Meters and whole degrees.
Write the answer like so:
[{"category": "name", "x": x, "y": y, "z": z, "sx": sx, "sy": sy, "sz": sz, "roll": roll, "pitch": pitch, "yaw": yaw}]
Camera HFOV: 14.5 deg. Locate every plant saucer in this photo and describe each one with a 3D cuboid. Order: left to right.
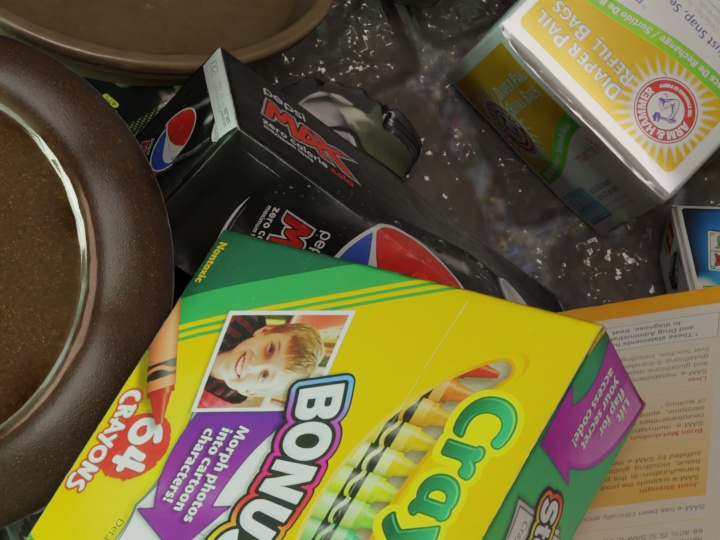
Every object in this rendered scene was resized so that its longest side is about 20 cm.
[{"category": "plant saucer", "x": -0.170, "y": 0.002, "z": 1.063, "sx": 0.199, "sy": 0.032, "sz": 0.201, "roll": -1, "pitch": 80, "yaw": 7}, {"category": "plant saucer", "x": -0.105, "y": -0.143, "z": 1.185, "sx": 0.199, "sy": 0.030, "sz": 0.201, "roll": 13, "pitch": 41, "yaw": -11}]

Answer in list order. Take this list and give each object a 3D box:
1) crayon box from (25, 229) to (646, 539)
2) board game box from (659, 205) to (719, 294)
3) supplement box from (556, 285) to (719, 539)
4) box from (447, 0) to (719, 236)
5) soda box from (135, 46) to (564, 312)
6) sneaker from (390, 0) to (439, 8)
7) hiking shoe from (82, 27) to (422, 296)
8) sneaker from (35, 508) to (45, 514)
[{"category": "crayon box", "x": -0.022, "y": 0.093, "z": 0.994, "sx": 0.172, "sy": 0.058, "sz": 0.201, "roll": 13, "pitch": 61, "yaw": 36}, {"category": "board game box", "x": 0.200, "y": 0.051, "z": 1.167, "sx": 0.125, "sy": 0.035, "sz": 0.201, "roll": 2, "pitch": 42, "yaw": -7}, {"category": "supplement box", "x": 0.087, "y": 0.105, "z": 1.044, "sx": 0.125, "sy": 0.074, "sz": 0.201, "roll": -9, "pitch": 39, "yaw": 19}, {"category": "box", "x": 0.146, "y": -0.124, "z": 1.212, "sx": 0.101, "sy": 0.112, "sz": 0.200, "roll": 45, "pitch": 77, "yaw": -2}, {"category": "soda box", "x": 0.000, "y": 0.000, "z": 1.140, "sx": 0.200, "sy": 0.071, "sz": 0.063, "roll": 35, "pitch": 111, "yaw": -28}, {"category": "sneaker", "x": 0.082, "y": -0.176, "z": 1.220, "sx": 0.199, "sy": 0.074, "sz": 0.085, "roll": -24, "pitch": 72, "yaw": 14}, {"category": "hiking shoe", "x": -0.076, "y": -0.038, "z": 1.190, "sx": 0.199, "sy": 0.076, "sz": 0.101, "roll": 10, "pitch": 74, "yaw": -5}, {"category": "sneaker", "x": -0.171, "y": 0.007, "z": 1.168, "sx": 0.108, "sy": 0.067, "sz": 0.201, "roll": -45, "pitch": 94, "yaw": -14}]
